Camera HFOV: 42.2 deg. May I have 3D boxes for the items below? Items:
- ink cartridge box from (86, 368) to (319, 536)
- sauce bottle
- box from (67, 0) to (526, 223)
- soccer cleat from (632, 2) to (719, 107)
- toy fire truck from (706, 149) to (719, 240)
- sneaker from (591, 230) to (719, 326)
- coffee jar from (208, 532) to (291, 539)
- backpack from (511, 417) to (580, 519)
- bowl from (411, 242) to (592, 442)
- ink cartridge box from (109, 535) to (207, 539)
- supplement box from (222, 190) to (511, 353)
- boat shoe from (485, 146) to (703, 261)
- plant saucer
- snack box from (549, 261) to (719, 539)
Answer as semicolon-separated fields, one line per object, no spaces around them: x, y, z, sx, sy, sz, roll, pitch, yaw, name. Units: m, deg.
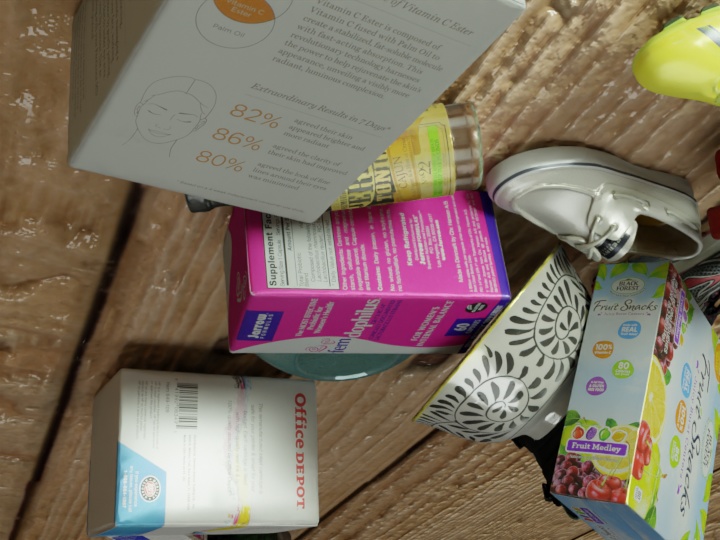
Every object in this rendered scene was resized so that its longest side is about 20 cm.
-0.160;0.190;0.944;0.200;0.147;0.146;7;159;-25;ink cartridge box
-0.019;-0.071;0.632;0.200;0.065;0.065;-9;151;-1;sauce bottle
-0.044;-0.131;0.477;0.152;0.106;0.200;13;144;-32;box
0.272;-0.120;0.604;0.200;0.084;0.065;2;148;-19;soccer cleat
0.358;-0.048;0.662;0.200;0.112;0.168;-7;180;-5;toy fire truck
0.320;0.016;0.864;0.200;0.075;0.081;-23;148;23;sneaker
-0.211;0.473;1.510;0.200;0.085;0.104;-13;153;6;coffee jar
0.260;0.145;0.979;0.153;0.176;0.200;-18;153;-19;backpack
0.142;0.081;0.799;0.201;0.094;0.201;-50;172;-10;bowl
-0.305;0.390;1.392;0.095;0.037;0.200;-11;153;7;ink cartridge box
0.000;0.000;0.725;0.200;0.103;0.101;2;150;-16;supplement box
0.190;-0.043;0.731;0.200;0.070;0.071;9;146;-29;boat shoe
-0.014;0.067;0.901;0.201;0.039;0.201;-7;151;-4;plant saucer
0.235;0.119;0.761;0.068;0.200;0.169;-1;149;39;snack box
